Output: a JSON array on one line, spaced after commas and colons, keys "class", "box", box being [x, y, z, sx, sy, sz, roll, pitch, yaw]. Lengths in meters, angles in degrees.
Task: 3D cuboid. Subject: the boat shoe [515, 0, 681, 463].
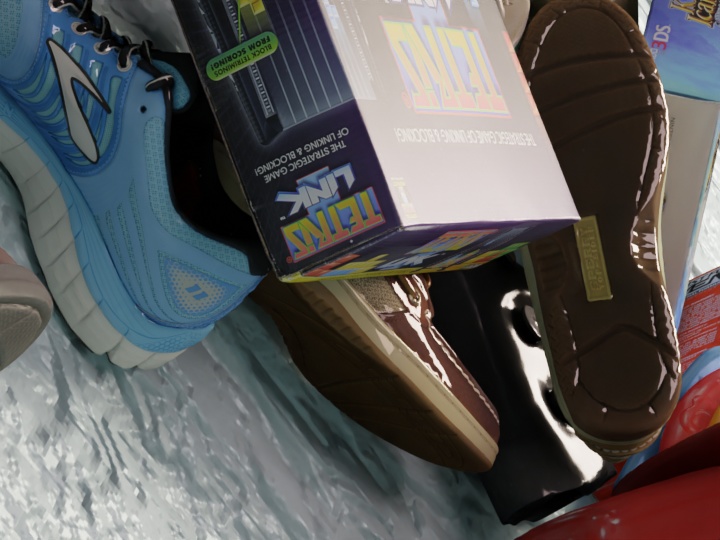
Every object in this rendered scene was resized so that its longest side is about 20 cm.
[{"class": "boat shoe", "box": [0.095, -0.016, 1.278, 0.076, 0.071, 0.201, 89, 0, -69]}]

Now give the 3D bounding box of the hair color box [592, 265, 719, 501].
[{"class": "hair color box", "box": [0.180, 0.084, 1.466, 0.102, 0.061, 0.200, 56, 28, -14]}]

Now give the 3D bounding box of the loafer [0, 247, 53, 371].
[{"class": "loafer", "box": [-0.171, -0.001, 0.923, 0.063, 0.072, 0.200, 54, 16, 20]}]

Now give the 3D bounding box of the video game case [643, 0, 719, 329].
[{"class": "video game case", "box": [0.146, -0.052, 1.427, 0.200, 0.045, 0.182, -69, 169, -56]}]

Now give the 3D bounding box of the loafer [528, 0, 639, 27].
[{"class": "loafer", "box": [0.103, -0.127, 1.420, 0.068, 0.076, 0.200, 57, -7, -4]}]

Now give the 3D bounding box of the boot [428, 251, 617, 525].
[{"class": "boot", "box": [0.032, 0.013, 1.273, 0.165, 0.065, 0.201, -6, 76, -60]}]

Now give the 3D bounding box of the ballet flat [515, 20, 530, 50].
[{"class": "ballet flat", "box": [0.034, -0.120, 1.386, 0.200, 0.073, 0.073, 55, 27, -2]}]

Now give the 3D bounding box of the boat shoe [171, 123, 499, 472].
[{"class": "boat shoe", "box": [0.000, 0.000, 1.181, 0.200, 0.072, 0.072, 47, 66, -27]}]

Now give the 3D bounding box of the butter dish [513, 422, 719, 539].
[{"class": "butter dish", "box": [0.098, 0.165, 1.156, 0.147, 0.200, 0.200, -4, 77, -19]}]

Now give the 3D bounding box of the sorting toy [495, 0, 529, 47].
[{"class": "sorting toy", "box": [0.012, -0.213, 1.302, 0.180, 0.106, 0.201, -63, 141, -52]}]

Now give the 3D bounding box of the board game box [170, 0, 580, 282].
[{"class": "board game box", "box": [0.002, -0.083, 1.121, 0.166, 0.057, 0.200, 68, 21, 7]}]

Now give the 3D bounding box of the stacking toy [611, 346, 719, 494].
[{"class": "stacking toy", "box": [0.201, 0.075, 1.266, 0.116, 0.200, 0.110, 38, 67, -3]}]

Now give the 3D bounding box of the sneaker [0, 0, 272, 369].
[{"class": "sneaker", "box": [-0.091, -0.069, 1.087, 0.201, 0.090, 0.078, 61, 27, -4]}]
